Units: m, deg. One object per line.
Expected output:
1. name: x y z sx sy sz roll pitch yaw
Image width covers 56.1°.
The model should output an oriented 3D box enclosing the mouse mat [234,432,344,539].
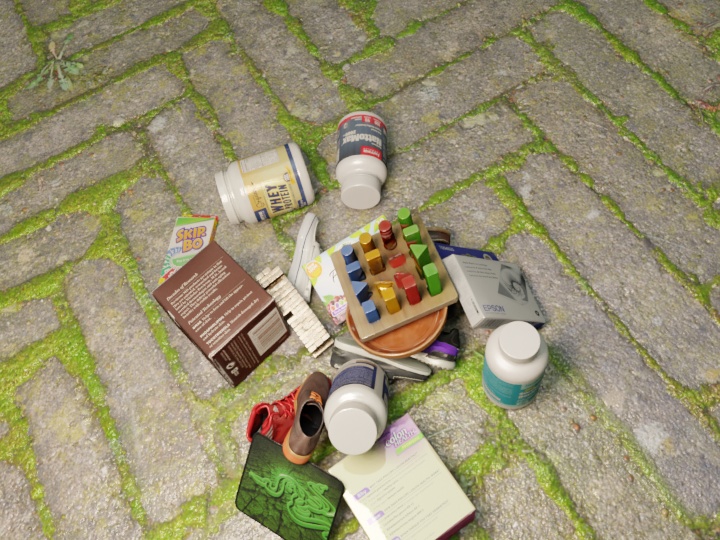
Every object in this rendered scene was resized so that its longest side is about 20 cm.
1. mouse mat: -0.129 0.395 1.186 0.198 0.008 0.163 22 104 22

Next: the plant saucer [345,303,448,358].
1. plant saucer: 0.070 0.076 1.292 0.197 0.032 0.203 -8 57 12

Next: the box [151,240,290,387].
1. box: -0.273 0.088 1.350 0.164 0.167 0.199 -43 63 -16

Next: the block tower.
1. block tower: -0.132 0.080 1.366 0.054 0.058 0.201 -37 81 -5

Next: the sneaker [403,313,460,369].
1. sneaker: 0.102 0.116 1.318 0.197 0.070 0.101 17 97 7

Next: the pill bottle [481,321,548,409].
1. pill bottle: 0.277 0.167 1.214 0.109 0.201 0.112 -3 60 6

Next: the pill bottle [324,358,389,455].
1. pill bottle: -0.006 0.241 1.191 0.109 0.200 0.113 1 102 4

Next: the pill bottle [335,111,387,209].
1. pill bottle: 0.003 -0.248 1.535 0.117 0.120 0.203 -3 60 6

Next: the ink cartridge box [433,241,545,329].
1. ink cartridge box: 0.254 0.023 1.324 0.197 0.041 0.202 6 50 -40

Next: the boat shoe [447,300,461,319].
1. boat shoe: 0.107 0.075 1.371 0.197 0.077 0.074 -11 26 11

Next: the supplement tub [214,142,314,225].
1. supplement tub: -0.214 -0.190 1.514 0.197 0.145 0.146 -19 59 -4

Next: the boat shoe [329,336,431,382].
1. boat shoe: 0.038 0.186 1.317 0.197 0.076 0.061 18 101 6

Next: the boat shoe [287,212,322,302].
1. boat shoe: -0.110 -0.024 1.456 0.066 0.074 0.203 13 76 3

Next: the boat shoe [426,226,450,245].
1. boat shoe: 0.095 -0.042 1.434 0.196 0.071 0.071 -7 51 13

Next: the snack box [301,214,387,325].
1. snack box: 0.000 0.000 1.381 0.198 0.053 0.143 -32 84 2

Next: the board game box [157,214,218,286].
1. board game box: -0.386 -0.045 1.524 0.094 0.030 0.203 2 58 8

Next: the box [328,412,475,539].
1. box: 0.071 0.390 1.173 0.175 0.097 0.201 -32 62 -11

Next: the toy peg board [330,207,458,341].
1. toy peg board: 0.052 -0.007 1.264 0.197 0.098 0.202 -23 58 1

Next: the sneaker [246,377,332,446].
1. sneaker: -0.131 0.261 1.261 0.078 0.116 0.200 34 69 23

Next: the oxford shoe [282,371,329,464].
1. oxford shoe: -0.082 0.246 1.204 0.070 0.073 0.201 23 35 -9
